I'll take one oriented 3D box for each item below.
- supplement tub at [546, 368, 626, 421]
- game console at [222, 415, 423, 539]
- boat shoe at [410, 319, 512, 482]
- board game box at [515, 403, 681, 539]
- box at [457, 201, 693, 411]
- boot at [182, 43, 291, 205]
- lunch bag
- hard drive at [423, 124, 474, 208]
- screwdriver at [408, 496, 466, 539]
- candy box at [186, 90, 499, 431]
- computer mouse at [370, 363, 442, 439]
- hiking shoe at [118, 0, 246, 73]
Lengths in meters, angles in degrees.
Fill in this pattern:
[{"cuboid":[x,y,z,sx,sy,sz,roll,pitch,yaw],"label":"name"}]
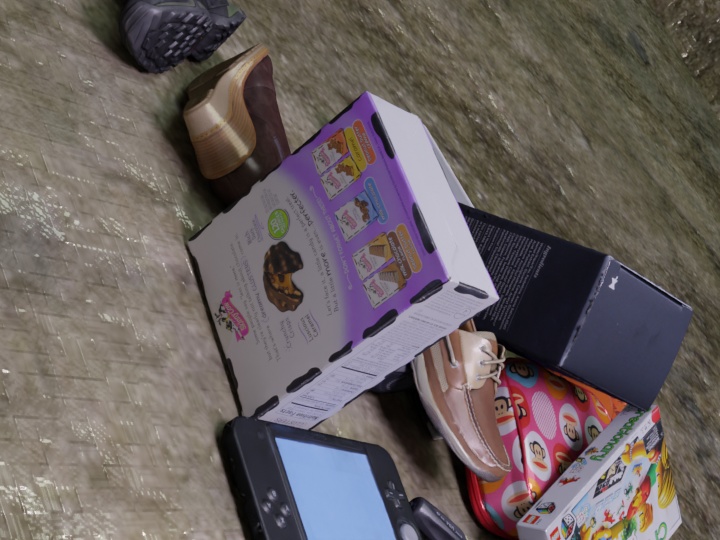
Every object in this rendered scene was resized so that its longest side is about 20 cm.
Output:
[{"cuboid":[0.250,0.111,1.475,0.123,0.122,0.200,55,24,2],"label":"supplement tub"},{"cuboid":[0.022,0.170,0.999,0.199,0.116,0.177,21,41,-51],"label":"game console"},{"cuboid":[0.084,0.078,1.175,0.076,0.071,0.201,23,41,-65],"label":"boat shoe"},{"cuboid":[0.212,0.220,1.225,0.200,0.034,0.127,-37,119,-41],"label":"board game box"},{"cuboid":[0.172,0.031,1.273,0.147,0.105,0.199,27,-2,-41],"label":"box"},{"cuboid":[-0.087,-0.099,1.232,0.167,0.072,0.200,59,21,-19],"label":"boot"},{"cuboid":[0.173,0.185,1.283,0.199,0.082,0.178,28,44,-46],"label":"lunch bag"},{"cuboid":[0.108,-0.049,1.442,0.133,0.026,0.200,63,5,34],"label":"hard drive"},{"cuboid":[0.104,0.254,1.152,0.200,0.028,0.029,47,-4,-23],"label":"screwdriver"},{"cuboid":[-0.019,-0.002,1.040,0.071,0.199,0.169,18,42,-50],"label":"candy box"},{"cuboid":[0.011,0.069,1.194,0.200,0.052,0.140,33,32,-59],"label":"computer mouse"},{"cuboid":[-0.176,-0.232,1.223,0.101,0.076,0.200,46,15,3],"label":"hiking shoe"}]
